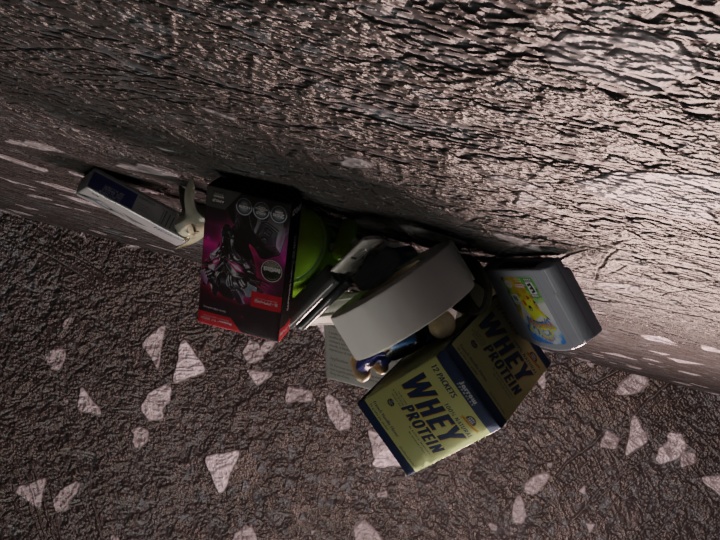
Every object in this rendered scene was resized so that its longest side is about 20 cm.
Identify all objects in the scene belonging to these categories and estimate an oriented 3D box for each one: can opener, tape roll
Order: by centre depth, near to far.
[{"bbox_3d":[-0.033,0.022,1.487,0.199,0.067,0.052,-40,149,28],"label":"can opener"},{"bbox_3d":[0.059,0.040,1.498,0.071,0.201,0.202,57,171,-3],"label":"tape roll"}]

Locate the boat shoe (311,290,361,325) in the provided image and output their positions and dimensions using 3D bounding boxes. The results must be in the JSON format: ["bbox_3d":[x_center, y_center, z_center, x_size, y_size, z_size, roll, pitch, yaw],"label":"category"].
[{"bbox_3d":[0.006,0.069,1.616,0.196,0.071,0.071,-8,167,-8],"label":"boat shoe"}]

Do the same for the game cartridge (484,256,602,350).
[{"bbox_3d":[0.249,0.046,1.492,0.134,0.040,0.200,56,164,-10],"label":"game cartridge"}]

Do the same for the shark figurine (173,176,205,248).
[{"bbox_3d":[-0.254,-0.091,1.629,0.126,0.091,0.214,-22,177,10],"label":"shark figurine"}]

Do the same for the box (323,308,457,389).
[{"bbox_3d":[0.067,0.097,1.880,0.196,0.175,0.199,11,-157,34],"label":"box"}]

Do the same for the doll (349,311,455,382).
[{"bbox_3d":[0.070,0.102,1.578,0.135,0.049,0.199,-18,168,-41],"label":"doll"}]

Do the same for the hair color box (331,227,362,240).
[{"bbox_3d":[-0.051,-0.029,1.809,0.108,0.066,0.199,17,173,-25],"label":"hair color box"}]

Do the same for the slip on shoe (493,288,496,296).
[{"bbox_3d":[0.240,0.024,1.621,0.061,0.075,0.199,-34,-172,-27],"label":"slip on shoe"}]

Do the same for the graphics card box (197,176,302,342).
[{"bbox_3d":[-0.149,-0.014,1.449,0.123,0.204,0.051,14,-159,14],"label":"graphics card box"}]

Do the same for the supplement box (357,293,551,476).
[{"bbox_3d":[0.140,0.166,1.600,0.199,0.135,0.200,-36,-178,39],"label":"supplement box"}]

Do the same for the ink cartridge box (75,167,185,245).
[{"bbox_3d":[-0.378,-0.101,1.816,0.197,0.041,0.200,28,171,-18],"label":"ink cartridge box"}]

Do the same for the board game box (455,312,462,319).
[{"bbox_3d":[0.219,0.113,1.813,0.064,0.204,0.146,9,174,44],"label":"board game box"}]

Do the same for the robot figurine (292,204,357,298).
[{"bbox_3d":[-0.090,-0.027,1.548,0.172,0.118,0.200,0,164,18],"label":"robot figurine"}]

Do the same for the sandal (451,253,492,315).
[{"bbox_3d":[0.151,0.012,1.608,0.056,0.081,0.201,12,-171,-21],"label":"sandal"}]

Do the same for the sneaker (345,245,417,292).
[{"bbox_3d":[0.000,0.000,1.686,0.196,0.090,0.079,-5,143,0],"label":"sneaker"}]
